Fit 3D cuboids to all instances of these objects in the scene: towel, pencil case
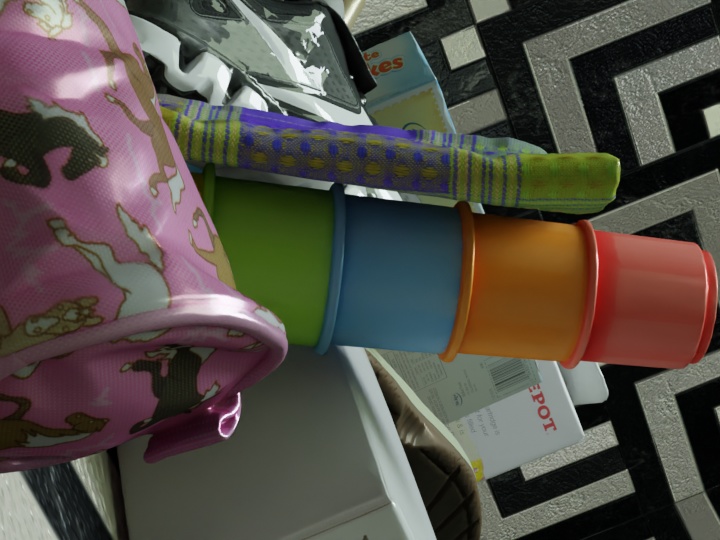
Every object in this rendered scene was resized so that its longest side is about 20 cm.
[{"bbox_3d":[-0.026,-0.042,0.651,0.144,0.200,0.023,-97,-164,-86],"label":"towel"},{"bbox_3d":[-0.083,-0.053,0.452,0.083,0.087,0.200,-51,-125,55],"label":"pencil case"}]

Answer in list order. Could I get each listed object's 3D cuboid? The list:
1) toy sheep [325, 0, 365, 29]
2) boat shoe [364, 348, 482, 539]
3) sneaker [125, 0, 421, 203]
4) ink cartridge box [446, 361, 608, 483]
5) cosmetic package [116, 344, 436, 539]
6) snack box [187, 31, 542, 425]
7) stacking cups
[{"bbox_3d":[-0.065,-0.102,0.920,0.200,0.138,0.138,50,10,-29],"label":"toy sheep"},{"bbox_3d":[-0.003,0.066,0.898,0.076,0.072,0.200,54,-8,40],"label":"boat shoe"},{"bbox_3d":[-0.020,-0.057,0.805,0.200,0.066,0.091,40,61,-32],"label":"sneaker"},{"bbox_3d":[0.047,0.064,1.379,0.125,0.200,0.129,-107,176,-77],"label":"ink cartridge box"},{"bbox_3d":[-0.025,0.073,0.703,0.200,0.085,0.108,-108,176,-62],"label":"cosmetic package"},{"bbox_3d":[0.000,0.000,0.923,0.200,0.116,0.037,67,-1,-45],"label":"snack box"},{"bbox_3d":[0.008,0.006,0.654,0.061,0.200,0.061,-171,-90,-83],"label":"stacking cups"}]
